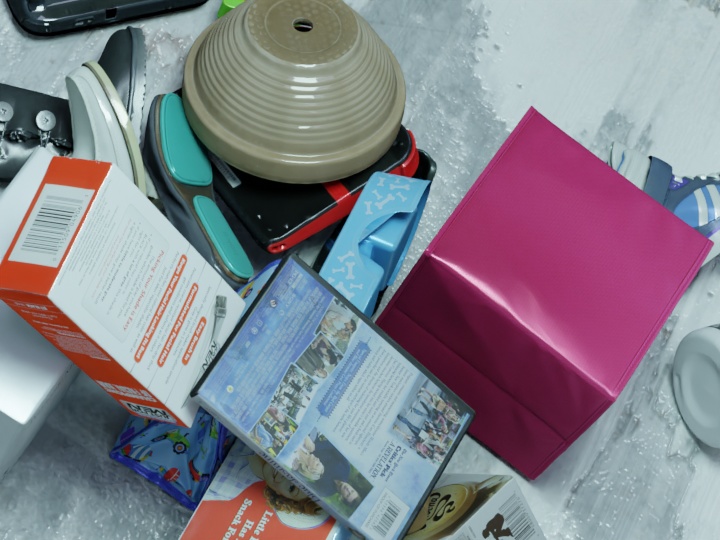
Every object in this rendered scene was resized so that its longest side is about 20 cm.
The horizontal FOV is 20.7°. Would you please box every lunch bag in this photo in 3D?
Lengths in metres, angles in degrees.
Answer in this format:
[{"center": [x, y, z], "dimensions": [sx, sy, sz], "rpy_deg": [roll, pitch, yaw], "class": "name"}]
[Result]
[{"center": [-0.108, 0.080, 1.578], "dimensions": [0.094, 0.200, 0.151], "rpy_deg": [33, 58, -2], "class": "lunch bag"}]

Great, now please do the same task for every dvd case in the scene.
[{"center": [-0.017, 0.102, 1.494], "dimensions": [0.200, 0.018, 0.143], "rpy_deg": [41, 60, -13], "class": "dvd case"}]

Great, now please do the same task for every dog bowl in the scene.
[{"center": [0.000, 0.000, 1.641], "dimensions": [0.049, 0.112, 0.201], "rpy_deg": [24, 55, 6], "class": "dog bowl"}]

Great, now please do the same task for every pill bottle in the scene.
[{"center": [0.398, 0.091, 1.820], "dimensions": [0.198, 0.111, 0.112], "rpy_deg": [-11, 69, -26], "class": "pill bottle"}]

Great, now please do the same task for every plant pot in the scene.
[{"center": [-0.054, -0.179, 1.706], "dimensions": [0.199, 0.093, 0.202], "rpy_deg": [5, 51, -6], "class": "plant pot"}]

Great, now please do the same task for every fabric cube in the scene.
[{"center": [0.148, 0.024, 1.708], "dimensions": [0.199, 0.200, 0.197], "rpy_deg": [36, 58, 2], "class": "fabric cube"}]

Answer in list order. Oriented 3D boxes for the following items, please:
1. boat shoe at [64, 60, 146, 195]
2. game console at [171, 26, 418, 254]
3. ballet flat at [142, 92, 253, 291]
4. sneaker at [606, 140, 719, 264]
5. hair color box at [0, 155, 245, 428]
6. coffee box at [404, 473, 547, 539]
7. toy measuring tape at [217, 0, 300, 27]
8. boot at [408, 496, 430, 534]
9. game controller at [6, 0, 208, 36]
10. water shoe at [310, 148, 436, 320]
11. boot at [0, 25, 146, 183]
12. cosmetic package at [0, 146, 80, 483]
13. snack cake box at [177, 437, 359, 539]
[{"center": [-0.219, -0.072, 1.646], "dimensions": [0.068, 0.075, 0.202], "rpy_deg": [-19, 103, -19], "class": "boat shoe"}, {"center": [-0.063, -0.121, 1.757], "dimensions": [0.176, 0.031, 0.200], "rpy_deg": [-32, 61, -16], "class": "game console"}, {"center": [-0.155, -0.057, 1.690], "dimensions": [0.072, 0.073, 0.201], "rpy_deg": [-12, 64, -25], "class": "ballet flat"}, {"center": [0.308, -0.082, 1.889], "dimensions": [0.199, 0.081, 0.147], "rpy_deg": [-35, 85, -26], "class": "sneaker"}, {"center": [-0.172, 0.018, 1.426], "dimensions": [0.063, 0.200, 0.112], "rpy_deg": [8, 63, 34], "class": "hair color box"}, {"center": [0.044, 0.254, 1.590], "dimensions": [0.200, 0.113, 0.080], "rpy_deg": [-39, 109, -31], "class": "coffee box"}, {"center": [-0.064, -0.276, 1.853], "dimensions": [0.073, 0.074, 0.200], "rpy_deg": [37, 58, 0], "class": "toy measuring tape"}, {"center": [-0.032, 0.174, 1.641], "dimensions": [0.199, 0.071, 0.145], "rpy_deg": [-12, 33, 9], "class": "boot"}, {"center": [-0.234, -0.273, 1.810], "dimensions": [0.199, 0.042, 0.105], "rpy_deg": [-15, 57, -27], "class": "game controller"}, {"center": [0.008, -0.028, 1.748], "dimensions": [0.071, 0.079, 0.201], "rpy_deg": [27, 58, -6], "class": "water shoe"}, {"center": [-0.289, -0.150, 1.707], "dimensions": [0.198, 0.066, 0.166], "rpy_deg": [6, 65, -14], "class": "boot"}, {"center": [-0.273, 0.048, 1.531], "dimensions": [0.122, 0.200, 0.200], "rpy_deg": [33, 58, -2], "class": "cosmetic package"}, {"center": [-0.048, 0.173, 1.538], "dimensions": [0.114, 0.067, 0.201], "rpy_deg": [21, 61, 18], "class": "snack cake box"}]
